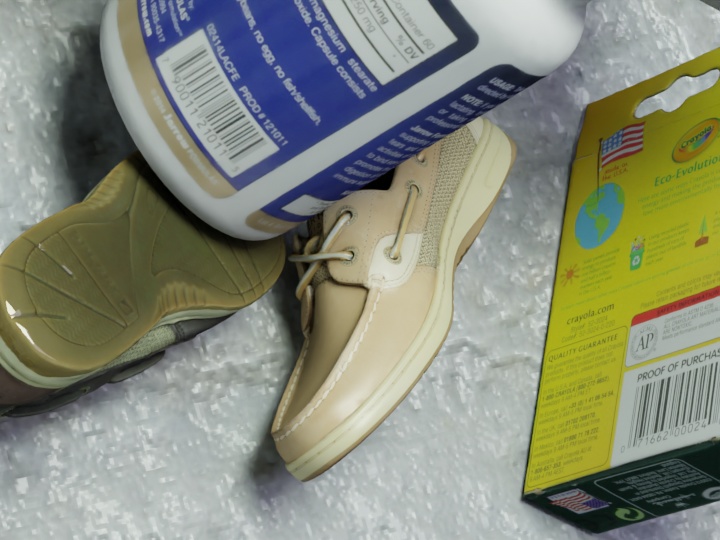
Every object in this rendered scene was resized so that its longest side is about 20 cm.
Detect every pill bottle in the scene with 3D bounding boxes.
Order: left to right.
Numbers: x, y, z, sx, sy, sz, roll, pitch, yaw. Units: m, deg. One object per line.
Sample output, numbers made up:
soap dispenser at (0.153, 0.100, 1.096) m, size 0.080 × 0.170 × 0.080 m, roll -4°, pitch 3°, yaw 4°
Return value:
pill bottle at (0.012, -0.104, 1.064) m, size 0.116 × 0.200 × 0.116 m, roll 46°, pitch 27°, yaw -31°

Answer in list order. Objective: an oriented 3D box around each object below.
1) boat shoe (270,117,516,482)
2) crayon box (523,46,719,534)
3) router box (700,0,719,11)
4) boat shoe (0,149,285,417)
boat shoe at (0.000, 0.000, 1.154) m, size 0.065 × 0.071 × 0.200 m, roll 40°, pitch 45°, yaw -16°
crayon box at (0.142, 0.003, 1.230) m, size 0.051 × 0.127 × 0.200 m, roll 28°, pitch 59°, yaw -31°
router box at (0.100, -0.201, 1.125) m, size 0.049 × 0.179 × 0.200 m, roll -36°, pitch 116°, yaw -5°
boat shoe at (-0.096, 0.005, 1.067) m, size 0.072 × 0.066 × 0.201 m, roll 58°, pitch 28°, yaw -1°
